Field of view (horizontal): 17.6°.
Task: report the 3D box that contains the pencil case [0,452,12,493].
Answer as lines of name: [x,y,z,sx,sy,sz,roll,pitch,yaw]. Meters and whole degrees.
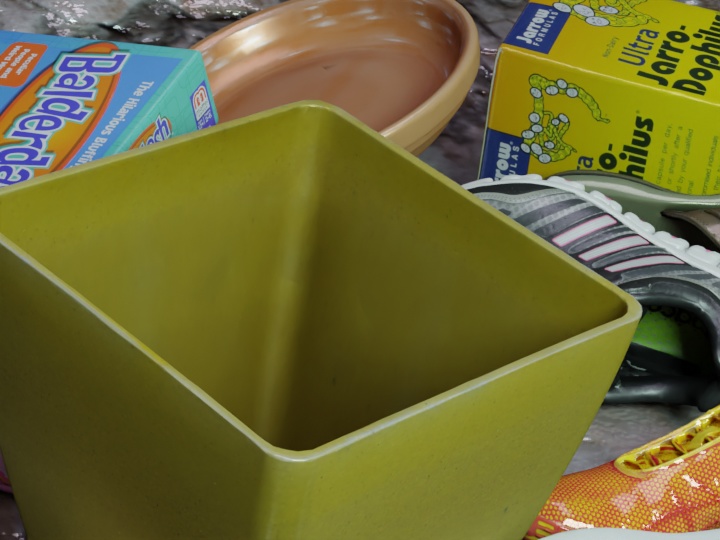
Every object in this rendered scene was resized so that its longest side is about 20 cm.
pencil case: [-0.125,0.021,1.096,0.087,0.088,0.200,13,33,8]

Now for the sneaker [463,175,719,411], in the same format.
sneaker: [0.115,0.015,1.146,0.199,0.074,0.087,22,30,12]

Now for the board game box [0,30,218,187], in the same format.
board game box: [-0.189,-0.054,1.092,0.198,0.045,0.152,8,42,24]

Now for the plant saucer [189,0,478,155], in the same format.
plant saucer: [-0.029,-0.089,1.257,0.198,0.038,0.201,-14,30,8]

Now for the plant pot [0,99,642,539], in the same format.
plant pot: [-0.036,0.069,0.951,0.199,0.178,0.199,-19,41,-41]

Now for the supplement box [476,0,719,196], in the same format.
supplement box: [0.175,-0.074,1.272,0.198,0.110,0.109,15,34,12]

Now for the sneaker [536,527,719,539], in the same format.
sneaker: [0.132,0.161,0.946,0.198,0.074,0.112,-8,35,-24]

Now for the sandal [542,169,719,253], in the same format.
sandal: [0.178,-0.005,1.203,0.199,0.080,0.057,4,28,12]

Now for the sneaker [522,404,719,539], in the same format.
sneaker: [0.153,0.091,1.042,0.198,0.078,0.073,-5,13,-24]
